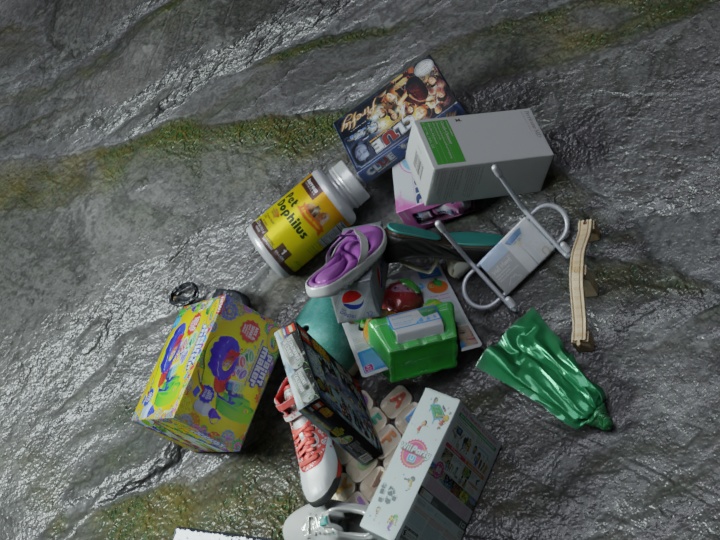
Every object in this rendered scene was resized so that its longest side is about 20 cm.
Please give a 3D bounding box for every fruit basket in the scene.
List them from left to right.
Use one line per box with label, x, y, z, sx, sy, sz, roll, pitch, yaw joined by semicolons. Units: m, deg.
fruit basket;0.063;0.065;1.658;0.182;0.095;0.202;-12;45;-9

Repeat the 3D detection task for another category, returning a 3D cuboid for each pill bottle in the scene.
pill bottle;-0.083;-0.089;1.858;0.199;0.109;0.110;-40;49;3

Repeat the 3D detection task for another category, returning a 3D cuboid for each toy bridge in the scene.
toy bridge;0.314;0.015;1.580;0.027;0.067;0.203;-6;58;27

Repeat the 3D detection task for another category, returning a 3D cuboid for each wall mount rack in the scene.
wall mount rack;0.210;-0.045;1.637;0.200;0.075;0.174;-44;84;-1

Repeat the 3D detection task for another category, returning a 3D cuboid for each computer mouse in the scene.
computer mouse;-0.257;0.056;1.929;0.198;0.034;0.060;11;83;41

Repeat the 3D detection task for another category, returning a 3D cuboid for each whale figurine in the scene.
whale figurine;-0.057;0.079;1.737;0.157;0.104;0.203;-7;60;28

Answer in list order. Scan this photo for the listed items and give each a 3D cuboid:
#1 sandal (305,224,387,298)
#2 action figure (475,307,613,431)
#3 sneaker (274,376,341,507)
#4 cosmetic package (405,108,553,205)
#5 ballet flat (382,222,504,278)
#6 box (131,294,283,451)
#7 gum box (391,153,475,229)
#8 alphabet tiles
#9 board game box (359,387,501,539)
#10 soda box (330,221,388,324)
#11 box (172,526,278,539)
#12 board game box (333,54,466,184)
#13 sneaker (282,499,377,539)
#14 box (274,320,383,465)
sandal;-0.017;-0.027;1.601;0.081;0.051;0.203;-3;28;25
action figure;0.267;0.153;1.530;0.118;0.055;0.200;-46;56;-4
sneaker;-0.081;0.236;1.613;0.067;0.108;0.203;-30;33;24
cosmetic package;0.179;-0.173;1.707;0.196;0.086;0.109;-10;53;-16
ballet flat;0.124;-0.029;1.702;0.196;0.070;0.068;7;20;-7
box;-0.233;0.163;1.731;0.192;0.121;0.203;-16;48;58
gum box;0.114;-0.165;1.815;0.112;0.066;0.203;-19;53;21
alphabet tiles;0.021;0.268;1.631;0.195;0.015;0.200;-43;48;0
board game box;0.098;0.283;1.488;0.064;0.148;0.202;14;69;39
soda box;0.000;0.000;1.673;0.067;0.064;0.201;-10;25;12
box;-0.179;0.454;1.573;0.197;0.104;0.150;0;61;31
board game box;0.062;-0.248;1.833;0.199;0.035;0.137;-35;48;10
sneaker;-0.038;0.351;1.557;0.197;0.088;0.077;-12;69;31
box;-0.043;0.175;1.586;0.039;0.200;0.138;-30;50;10
